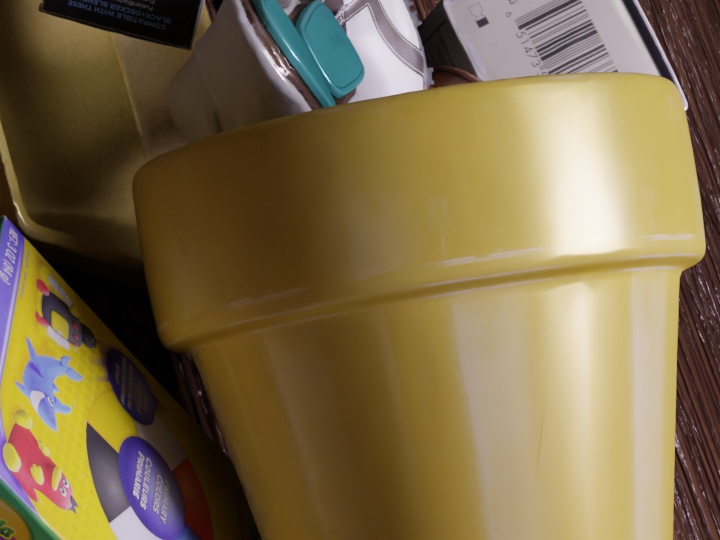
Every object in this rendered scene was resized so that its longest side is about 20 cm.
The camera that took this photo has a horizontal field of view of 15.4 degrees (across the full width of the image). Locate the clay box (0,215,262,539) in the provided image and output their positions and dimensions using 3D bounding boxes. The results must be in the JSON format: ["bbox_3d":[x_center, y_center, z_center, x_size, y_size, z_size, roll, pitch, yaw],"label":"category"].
[{"bbox_3d":[-0.085,0.089,0.918,0.200,0.048,0.115,49,26,-32],"label":"clay box"}]

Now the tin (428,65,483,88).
[{"bbox_3d":[0.057,-0.002,1.234,0.112,0.042,0.200,30,-34,48],"label":"tin"}]

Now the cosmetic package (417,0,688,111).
[{"bbox_3d":[0.077,-0.085,1.300,0.103,0.087,0.200,62,-12,1],"label":"cosmetic package"}]

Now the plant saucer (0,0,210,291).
[{"bbox_3d":[-0.116,-0.075,1.030,0.200,0.048,0.200,21,47,-60],"label":"plant saucer"}]

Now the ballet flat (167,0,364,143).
[{"bbox_3d":[-0.039,-0.067,1.011,0.069,0.069,0.200,63,8,-4],"label":"ballet flat"}]

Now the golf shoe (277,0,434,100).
[{"bbox_3d":[-0.031,-0.124,1.139,0.094,0.078,0.200,-32,106,-60],"label":"golf shoe"}]

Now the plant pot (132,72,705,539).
[{"bbox_3d":[0.030,0.042,0.942,0.201,0.201,0.189,3,78,-66],"label":"plant pot"}]

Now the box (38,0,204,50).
[{"bbox_3d":[-0.062,-0.196,0.972,0.060,0.200,0.117,15,33,-5],"label":"box"}]
